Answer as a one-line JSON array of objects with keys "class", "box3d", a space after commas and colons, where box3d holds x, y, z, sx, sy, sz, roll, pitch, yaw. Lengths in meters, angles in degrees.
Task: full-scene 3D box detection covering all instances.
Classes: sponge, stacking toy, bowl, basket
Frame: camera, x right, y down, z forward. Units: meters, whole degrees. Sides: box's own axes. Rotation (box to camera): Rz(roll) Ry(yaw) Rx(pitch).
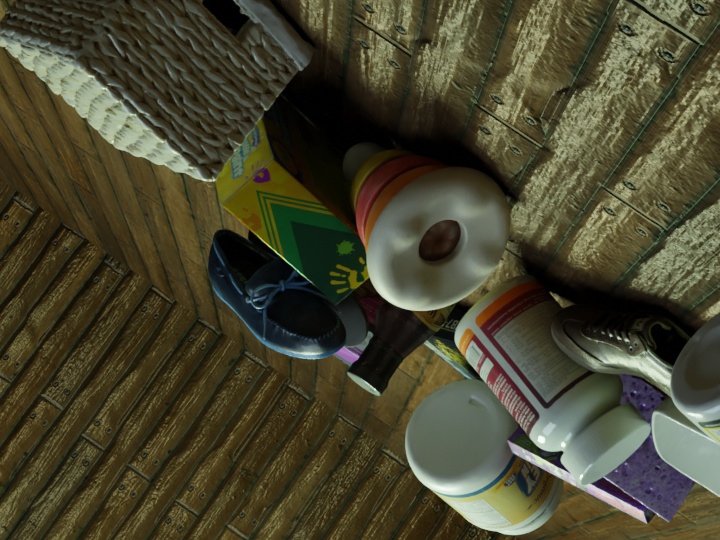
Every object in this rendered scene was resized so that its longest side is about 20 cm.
[{"class": "sponge", "box3d": [0.278, 0.165, 1.758, 0.200, 0.112, 0.030, 34, -175, 3]}, {"class": "stacking toy", "box3d": [0.037, -0.069, 1.553, 0.146, 0.146, 0.200, 45, -177, -42]}, {"class": "bowl", "box3d": [0.386, 0.178, 1.598, 0.199, 0.075, 0.200, 32, 168, 22]}, {"class": "basket", "box3d": [-0.192, -0.207, 1.477, 0.198, 0.161, 0.200, 42, 168, -37]}]

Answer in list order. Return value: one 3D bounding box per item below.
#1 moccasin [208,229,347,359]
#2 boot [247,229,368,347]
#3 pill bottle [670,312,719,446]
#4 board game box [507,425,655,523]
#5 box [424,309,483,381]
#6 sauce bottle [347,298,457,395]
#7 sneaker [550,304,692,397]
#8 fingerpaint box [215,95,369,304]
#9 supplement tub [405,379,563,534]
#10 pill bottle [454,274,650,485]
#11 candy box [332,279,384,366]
[{"class": "moccasin", "box3d": [-0.094, 0.022, 1.641, 0.200, 0.080, 0.068, 29, 139, 38]}, {"class": "boot", "box3d": [0.000, 0.000, 1.753, 0.200, 0.064, 0.187, -5, -131, -53]}, {"class": "pill bottle", "box3d": [0.360, 0.127, 1.367, 0.200, 0.112, 0.111, 40, 168, -22]}, {"class": "board game box", "box3d": [0.277, 0.196, 1.863, 0.200, 0.120, 0.032, 26, 149, 41]}, {"class": "box", "box3d": [0.172, 0.119, 2.040, 0.200, 0.049, 0.161, 39, 170, -28]}, {"class": "sauce bottle", "box3d": [0.059, 0.031, 1.620, 0.066, 0.201, 0.066, 31, 169, 7]}, {"class": "sneaker", "box3d": [0.264, 0.062, 1.545, 0.199, 0.070, 0.076, 23, 145, 35]}, {"class": "fingerpaint box", "box3d": [-0.070, -0.086, 1.620, 0.167, 0.073, 0.200, 42, -163, -31]}, {"class": "supplement tub", "box3d": [0.158, 0.236, 2.039, 0.144, 0.145, 0.200, 26, 169, 38]}, {"class": "pill bottle", "box3d": [0.193, 0.110, 1.651, 0.200, 0.109, 0.110, 52, 175, 22]}, {"class": "candy box", "box3d": [0.009, 0.028, 1.832, 0.136, 0.061, 0.200, 33, -151, 6]}]
